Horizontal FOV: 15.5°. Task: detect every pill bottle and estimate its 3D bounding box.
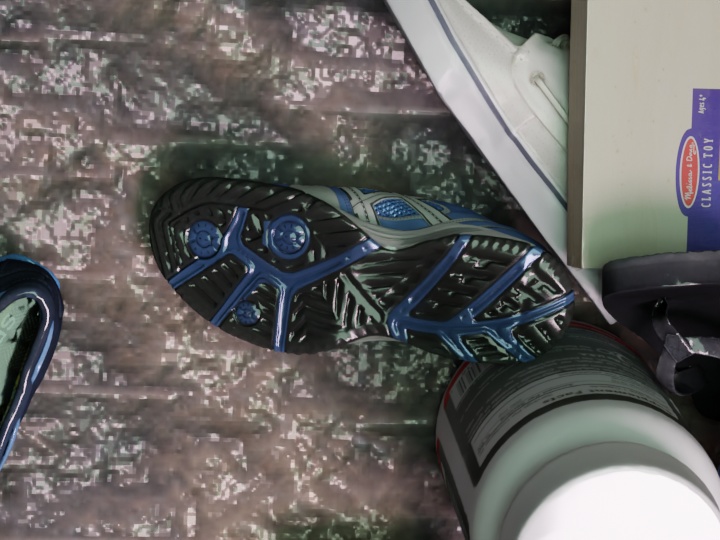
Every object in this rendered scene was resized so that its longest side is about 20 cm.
[{"bbox_3d":[0.099,0.100,1.169,0.113,0.200,0.115,-1,105,-5],"label":"pill bottle"}]

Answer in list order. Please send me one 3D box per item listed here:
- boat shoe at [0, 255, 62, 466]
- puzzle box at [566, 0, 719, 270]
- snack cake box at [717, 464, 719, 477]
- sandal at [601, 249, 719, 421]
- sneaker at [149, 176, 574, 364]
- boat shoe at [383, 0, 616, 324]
[{"bbox_3d":[-0.200,0.082,1.165,0.084,0.069,0.201,24,88,-14],"label":"boat shoe"},{"bbox_3d":[0.158,-0.100,1.180,0.132,0.025,0.202,1,94,-15],"label":"puzzle box"},{"bbox_3d":[0.193,0.160,1.199,0.067,0.115,0.201,6,128,-9],"label":"snack cake box"},{"bbox_3d":[0.167,0.038,1.200,0.076,0.200,0.043,-9,65,23],"label":"sandal"},{"bbox_3d":[0.000,0.000,1.217,0.198,0.077,0.076,13,102,4],"label":"sneaker"},{"bbox_3d":[0.083,-0.075,1.213,0.070,0.071,0.201,-36,89,3],"label":"boat shoe"}]
